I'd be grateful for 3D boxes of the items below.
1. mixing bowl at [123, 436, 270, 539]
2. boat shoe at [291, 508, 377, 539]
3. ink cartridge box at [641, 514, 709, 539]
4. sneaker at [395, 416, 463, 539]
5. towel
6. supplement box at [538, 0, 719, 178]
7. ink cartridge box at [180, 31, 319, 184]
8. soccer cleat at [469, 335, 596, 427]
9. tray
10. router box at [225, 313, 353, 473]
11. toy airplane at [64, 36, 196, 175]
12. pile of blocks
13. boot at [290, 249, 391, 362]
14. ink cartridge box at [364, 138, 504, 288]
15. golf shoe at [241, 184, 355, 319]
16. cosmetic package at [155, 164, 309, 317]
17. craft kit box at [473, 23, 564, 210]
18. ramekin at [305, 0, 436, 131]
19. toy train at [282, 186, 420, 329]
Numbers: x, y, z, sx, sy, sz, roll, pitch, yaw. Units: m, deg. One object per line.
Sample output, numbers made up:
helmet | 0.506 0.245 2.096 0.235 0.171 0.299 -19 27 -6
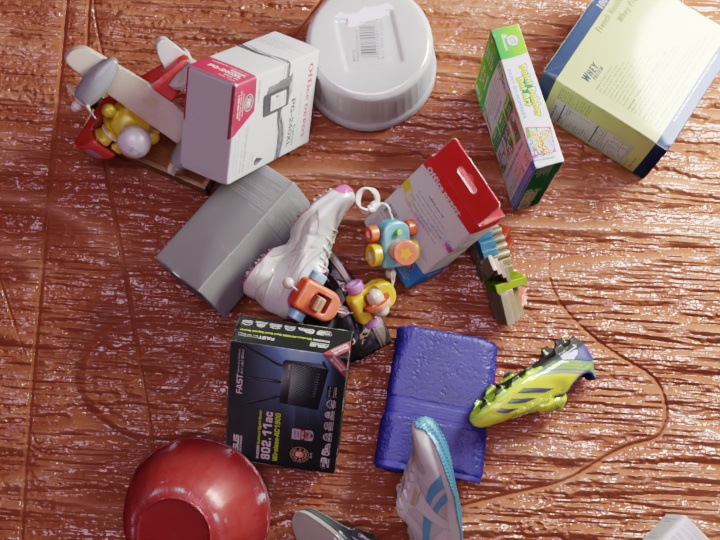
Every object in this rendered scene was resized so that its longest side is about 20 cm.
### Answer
mixing bowl | -0.223 0.322 1.368 0.200 0.108 0.200 1 94 8
boat shoe | -0.002 0.377 1.418 0.200 0.073 0.062 35 36 14
ink cartridge box | 0.390 0.436 1.382 0.200 0.084 0.145 -43 81 -9
sneaker | 0.082 0.279 1.381 0.081 0.077 0.200 -8 115 8
towel | 0.103 0.183 1.461 0.147 0.050 0.200 11 77 -5
supplement box | 0.381 -0.278 1.516 0.200 0.134 0.200 33 79 7
ink cartridge box | -0.146 -0.222 1.446 0.083 0.145 0.200 24 34 22
soccer cleat | 0.235 0.164 1.437 0.200 0.065 0.084 -30 95 -21
tray | -0.290 -0.194 1.547 0.200 0.037 0.099 23 79 6
router box | -0.095 0.163 1.396 0.150 0.062 0.200 8 121 2
toy airplane | -0.286 -0.211 1.429 0.200 0.199 0.141 3 53 -8
pile of blocks | 0.193 -0.024 1.487 0.062 0.082 0.200 -18 79 -11
boot | -0.070 0.058 1.475 0.151 0.073 0.200 -35 85 -7
ink cartridge box | 0.109 -0.080 1.443 0.067 0.200 0.116 -19 73 -49
golf shoe | -0.065 -0.022 1.427 0.092 0.075 0.200 43 96 15
cosmetic package | -0.170 -0.049 1.474 0.107 0.090 0.200 36 82 35
craft kit box | 0.212 -0.203 1.467 0.048 0.200 0.198 -18 79 -4
ramekin | 0.012 -0.310 1.542 0.200 0.098 0.201 0 78 -1
toy train | 0.000 0.000 1.390 0.150 0.056 0.200 35 86 -30
